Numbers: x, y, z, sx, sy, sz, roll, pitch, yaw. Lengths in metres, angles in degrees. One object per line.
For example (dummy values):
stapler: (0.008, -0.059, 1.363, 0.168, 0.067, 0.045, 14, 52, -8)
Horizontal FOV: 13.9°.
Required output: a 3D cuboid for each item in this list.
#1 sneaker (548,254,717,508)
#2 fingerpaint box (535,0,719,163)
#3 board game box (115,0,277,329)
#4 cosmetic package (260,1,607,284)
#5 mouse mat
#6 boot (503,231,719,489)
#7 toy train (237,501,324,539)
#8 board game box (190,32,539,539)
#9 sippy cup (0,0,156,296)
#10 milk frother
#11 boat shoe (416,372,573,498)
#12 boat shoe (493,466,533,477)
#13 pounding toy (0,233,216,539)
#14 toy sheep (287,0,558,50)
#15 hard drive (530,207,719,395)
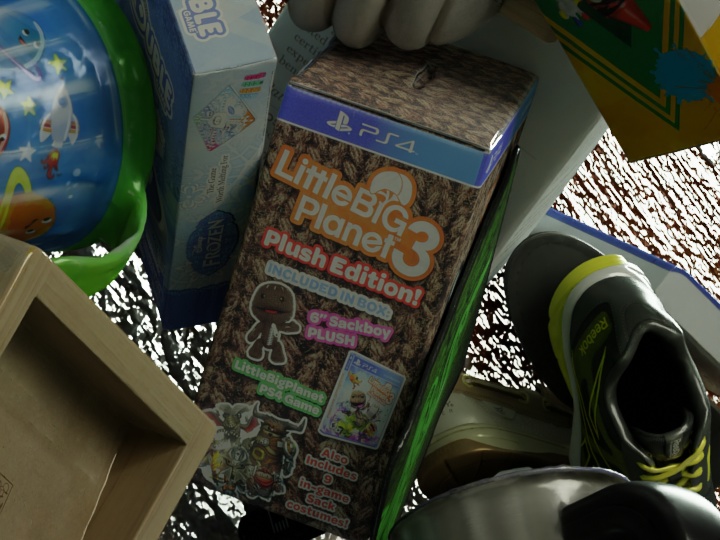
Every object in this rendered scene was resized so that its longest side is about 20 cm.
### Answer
sneaker: (0.145, 0.095, 1.513, 0.085, 0.074, 0.201, -130, -160, -66)
fingerpaint box: (0.144, -0.178, 1.368, 0.167, 0.073, 0.200, 56, 41, -25)
board game box: (-0.094, -0.110, 1.376, 0.043, 0.199, 0.200, -10, 57, -16)
cosmetic package: (0.054, -0.112, 1.542, 0.166, 0.200, 0.167, 38, 34, 4)
mouse mat: (0.036, 0.056, 1.398, 0.008, 0.161, 0.200, 20, 55, 6)
boot: (0.118, 0.036, 1.629, 0.200, 0.069, 0.174, 50, -2, -26)
toy train: (-0.017, 0.174, 1.427, 0.034, 0.046, 0.201, -3, 70, -54)
board game box: (0.000, 0.000, 1.392, 0.097, 0.201, 0.159, 19, 19, 6)
sippy cup: (-0.182, -0.065, 1.309, 0.130, 0.177, 0.140, -15, 113, -45)
milk frother: (0.134, 0.196, 1.351, 0.200, 0.180, 0.189, 24, 49, -54)
boat shoe: (0.093, 0.094, 1.604, 0.200, 0.074, 0.067, 22, 42, -54)
boat shoe: (0.074, 0.167, 1.446, 0.072, 0.071, 0.200, 66, 35, -34)
pounding toy: (-0.195, 0.087, 1.150, 0.200, 0.142, 0.184, -61, 144, -16)
toy sheep: (0.009, -0.163, 1.357, 0.199, 0.138, 0.138, 26, 38, 4)
hard drive: (0.162, 0.020, 1.670, 0.132, 0.025, 0.200, 42, -6, -28)
